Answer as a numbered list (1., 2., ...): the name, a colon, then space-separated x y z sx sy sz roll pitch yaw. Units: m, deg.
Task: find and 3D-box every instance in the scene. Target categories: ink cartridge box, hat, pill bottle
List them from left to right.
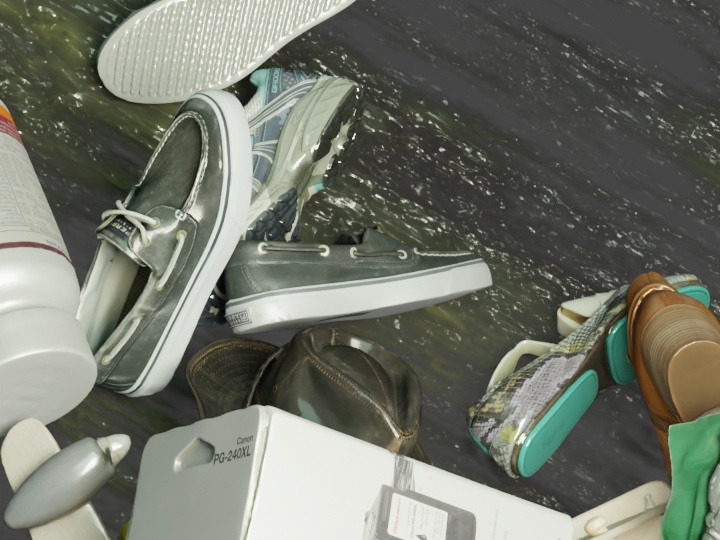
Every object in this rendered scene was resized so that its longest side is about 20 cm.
1. pill bottle: -0.233 -0.006 1.585 0.110 0.110 0.200 -13 60 -21
2. ink cartridge box: -0.010 0.150 1.419 0.200 0.145 0.083 22 68 -26
3. hat: -0.006 0.090 1.577 0.201 0.081 0.201 29 27 -17

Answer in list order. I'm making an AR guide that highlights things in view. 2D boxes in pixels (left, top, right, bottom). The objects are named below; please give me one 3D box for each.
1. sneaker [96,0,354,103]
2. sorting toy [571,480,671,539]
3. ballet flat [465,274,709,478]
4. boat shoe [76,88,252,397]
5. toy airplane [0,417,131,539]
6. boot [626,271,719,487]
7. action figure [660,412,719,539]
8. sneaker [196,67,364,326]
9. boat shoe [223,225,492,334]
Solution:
1. sneaker: -0.085 -0.171 1.758 0.200 0.082 0.074 -24 106 -7
2. sorting toy: 0.143 0.238 1.562 0.200 0.107 0.180 -11 74 -61
3. ballet flat: 0.140 0.053 1.695 0.072 0.072 0.200 46 60 11
4. boat shoe: -0.124 -0.015 1.592 0.071 0.200 0.072 7 15 -45
5. toy airplane: -0.132 0.193 1.504 0.200 0.141 0.199 19 61 -5
6. boot: 0.206 0.104 1.618 0.077 0.155 0.200 -22 107 1
7. action figure: 0.213 0.178 1.527 0.118 0.200 0.055 -3 24 -29
8. sneaker: -0.077 -0.050 1.696 0.086 0.078 0.200 21 59 22
9. boat shoe: 0.000 0.000 1.653 0.200 0.069 0.057 -7 83 -38
